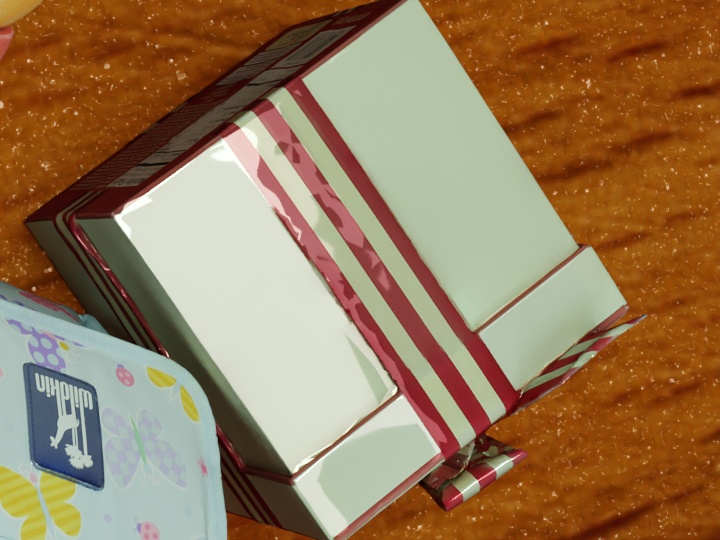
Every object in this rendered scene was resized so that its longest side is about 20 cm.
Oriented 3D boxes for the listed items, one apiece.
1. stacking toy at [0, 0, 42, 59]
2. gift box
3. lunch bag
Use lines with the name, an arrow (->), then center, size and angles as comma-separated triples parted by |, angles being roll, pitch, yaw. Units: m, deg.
stacking toy -> -0.207, -0.087, 1.048 | 0.146, 0.146, 0.200 | 22, 99, -22
gift box -> 0.000, 0.000, 1.089 | 0.200, 0.185, 0.187 | -35, 102, -12
lunch bag -> -0.151, 0.067, 0.993 | 0.169, 0.200, 0.127 | 24, 100, -34
